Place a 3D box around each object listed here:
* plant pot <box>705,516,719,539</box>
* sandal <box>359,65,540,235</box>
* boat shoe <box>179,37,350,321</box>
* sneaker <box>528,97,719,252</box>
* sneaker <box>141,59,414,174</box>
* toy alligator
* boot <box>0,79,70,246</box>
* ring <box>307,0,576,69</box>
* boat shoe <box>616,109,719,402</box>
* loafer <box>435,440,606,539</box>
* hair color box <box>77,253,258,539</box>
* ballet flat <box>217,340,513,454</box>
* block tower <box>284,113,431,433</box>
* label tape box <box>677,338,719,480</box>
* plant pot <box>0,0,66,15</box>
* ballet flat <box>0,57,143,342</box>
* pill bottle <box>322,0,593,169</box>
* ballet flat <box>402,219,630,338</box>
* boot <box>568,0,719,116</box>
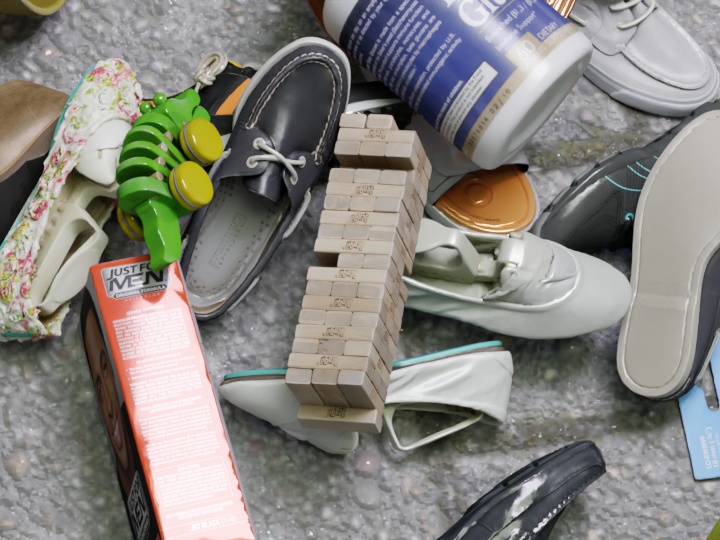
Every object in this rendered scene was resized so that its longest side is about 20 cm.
[{"bbox_3d":[0.303,0.239,1.591,0.198,0.200,0.182,-13,62,-16],"label":"plant pot"},{"bbox_3d":[0.054,-0.113,1.769,0.079,0.059,0.207,-25,73,-20],"label":"sandal"},{"bbox_3d":[-0.067,-0.056,1.657,0.074,0.060,0.200,31,104,-13],"label":"boat shoe"},{"bbox_3d":[0.204,-0.048,1.763,0.199,0.075,0.079,-29,77,-21],"label":"sneaker"},{"bbox_3d":[-0.065,-0.112,1.727,0.199,0.070,0.090,-16,66,-4],"label":"sneaker"},{"bbox_3d":[-0.125,-0.085,1.635,0.054,0.059,0.201,41,38,-30],"label":"toy alligator"},{"bbox_3d":[-0.260,-0.052,1.683,0.075,0.074,0.200,32,57,23],"label":"boot"},{"bbox_3d":[0.056,-0.220,1.764,0.199,0.019,0.202,-1,78,2],"label":"ring"},{"bbox_3d":[0.223,-0.008,1.728,0.072,0.063,0.201,13,83,27],"label":"boat shoe"},{"bbox_3d":[0.085,0.185,1.641,0.200,0.068,0.070,-38,86,-18],"label":"loafer"},{"bbox_3d":[-0.124,0.100,1.615,0.061,0.102,0.201,-11,68,-16],"label":"hair color box"},{"bbox_3d":[0.008,0.088,1.673,0.199,0.069,0.070,-6,67,-15],"label":"ballet flat"},{"bbox_3d":[0.000,0.000,1.627,0.054,0.058,0.201,3,66,17],"label":"block tower"},{"bbox_3d":[0.316,0.059,1.743,0.199,0.063,0.145,-4,67,-14],"label":"label tape box"},{"bbox_3d":[-0.285,-0.265,1.715,0.141,0.200,0.201,-4,64,14],"label":"plant pot"},{"bbox_3d":[-0.180,-0.040,1.662,0.064,0.076,0.201,20,83,40],"label":"ballet flat"},{"bbox_3d":[0.046,-0.170,1.686,0.200,0.111,0.111,41,65,9],"label":"pill bottle"},{"bbox_3d":[0.079,-0.001,1.686,0.199,0.070,0.070,9,64,10],"label":"ballet flat"},{"bbox_3d":[0.175,-0.190,1.808,0.199,0.096,0.074,32,64,4],"label":"boot"}]
